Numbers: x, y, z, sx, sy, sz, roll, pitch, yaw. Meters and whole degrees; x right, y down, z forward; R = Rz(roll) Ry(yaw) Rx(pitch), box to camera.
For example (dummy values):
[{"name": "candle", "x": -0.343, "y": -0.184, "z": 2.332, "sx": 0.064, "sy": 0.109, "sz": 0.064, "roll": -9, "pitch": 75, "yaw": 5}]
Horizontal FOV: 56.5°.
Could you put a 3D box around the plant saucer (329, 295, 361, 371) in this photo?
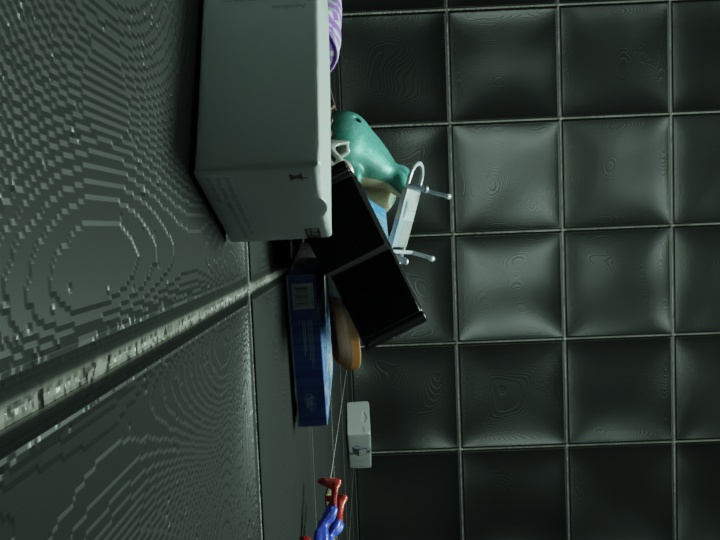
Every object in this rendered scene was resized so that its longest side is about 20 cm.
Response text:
[{"name": "plant saucer", "x": -0.046, "y": 0.068, "z": 1.096, "sx": 0.200, "sy": 0.032, "sz": 0.201, "roll": 164, "pitch": -90, "yaw": -78}]

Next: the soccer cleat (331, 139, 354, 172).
[{"name": "soccer cleat", "x": -0.052, "y": -0.134, "z": 1.022, "sx": 0.069, "sy": 0.085, "sz": 0.201, "roll": 87, "pitch": 1, "yaw": -48}]

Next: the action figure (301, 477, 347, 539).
[{"name": "action figure", "x": -0.053, "y": 0.372, "z": 0.873, "sx": 0.200, "sy": 0.051, "sz": 0.066, "roll": -83, "pitch": 167, "yaw": -54}]

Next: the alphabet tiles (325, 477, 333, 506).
[{"name": "alphabet tiles", "x": -0.061, "y": 0.527, "z": 1.361, "sx": 0.200, "sy": 0.008, "sz": 0.168, "roll": 78, "pitch": 10, "yaw": -83}]

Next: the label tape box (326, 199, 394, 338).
[{"name": "label tape box", "x": 0.000, "y": 0.000, "z": 0.975, "sx": 0.143, "sy": 0.066, "sz": 0.201, "roll": 17, "pitch": 68, "yaw": -72}]

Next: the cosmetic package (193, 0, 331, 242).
[{"name": "cosmetic package", "x": -0.063, "y": -0.132, "z": 0.474, "sx": 0.113, "sy": 0.081, "sz": 0.201, "roll": 85, "pitch": 4, "yaw": -68}]

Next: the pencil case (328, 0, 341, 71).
[{"name": "pencil case", "x": -0.066, "y": -0.322, "z": 0.833, "sx": 0.085, "sy": 0.084, "sz": 0.201, "roll": 40, "pitch": 32, "yaw": -38}]

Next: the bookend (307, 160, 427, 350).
[{"name": "bookend", "x": -0.004, "y": -0.006, "z": 0.790, "sx": 0.201, "sy": 0.092, "sz": 0.199, "roll": 64, "pitch": 5, "yaw": 3}]

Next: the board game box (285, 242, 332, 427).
[{"name": "board game box", "x": -0.066, "y": 0.078, "z": 0.922, "sx": 0.199, "sy": 0.043, "sz": 0.201, "roll": -94, "pitch": -179, "yaw": -76}]

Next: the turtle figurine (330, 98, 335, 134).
[{"name": "turtle figurine", "x": -0.067, "y": -0.223, "z": 0.921, "sx": 0.161, "sy": 0.064, "sz": 0.201, "roll": 86, "pitch": 2, "yaw": -69}]

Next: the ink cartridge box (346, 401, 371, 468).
[{"name": "ink cartridge box", "x": -0.004, "y": 0.594, "z": 2.420, "sx": 0.147, "sy": 0.085, "sz": 0.201, "roll": -92, "pitch": 178, "yaw": -51}]

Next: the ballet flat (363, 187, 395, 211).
[{"name": "ballet flat", "x": -0.015, "y": -0.121, "z": 1.260, "sx": 0.200, "sy": 0.062, "sz": 0.068, "roll": -12, "pitch": -92, "yaw": 53}]

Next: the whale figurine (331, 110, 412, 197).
[{"name": "whale figurine", "x": 0.006, "y": -0.202, "z": 1.153, "sx": 0.104, "sy": 0.199, "sz": 0.159, "roll": -60, "pitch": -172, "yaw": 36}]

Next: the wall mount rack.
[{"name": "wall mount rack", "x": 0.090, "y": -0.079, "z": 1.109, "sx": 0.174, "sy": 0.074, "sz": 0.201, "roll": -4, "pitch": 109, "yaw": -66}]
